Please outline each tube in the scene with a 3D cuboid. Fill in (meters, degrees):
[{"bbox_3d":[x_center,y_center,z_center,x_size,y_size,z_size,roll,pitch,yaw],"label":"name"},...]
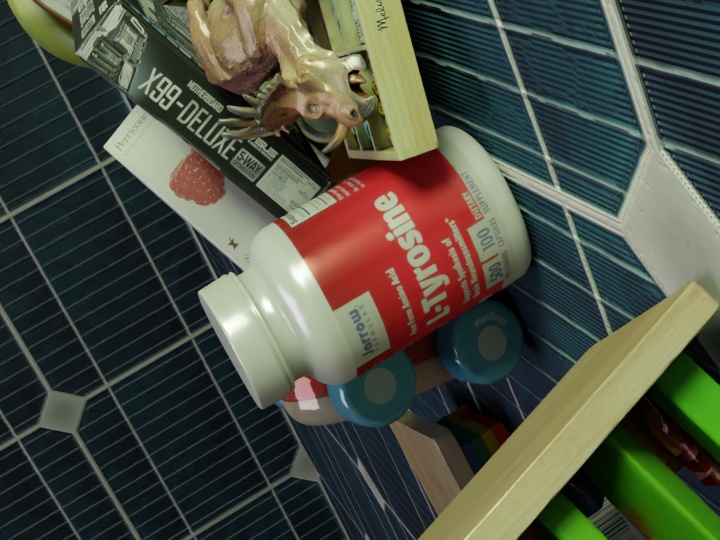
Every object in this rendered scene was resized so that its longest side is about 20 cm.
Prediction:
[{"bbox_3d":[-0.037,-0.134,1.077,0.200,0.051,0.059,177,94,-83],"label":"tube"}]

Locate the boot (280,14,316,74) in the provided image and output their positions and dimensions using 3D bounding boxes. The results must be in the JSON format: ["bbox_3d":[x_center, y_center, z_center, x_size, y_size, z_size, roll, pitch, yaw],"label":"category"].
[{"bbox_3d":[-0.076,-0.221,0.969,0.156,0.072,0.200,61,170,-17],"label":"boot"}]

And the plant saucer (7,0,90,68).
[{"bbox_3d":[-0.226,-0.281,1.149,0.031,0.199,0.202,33,151,56],"label":"plant saucer"}]

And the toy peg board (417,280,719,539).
[{"bbox_3d":[0.115,0.128,0.660,0.098,0.200,0.199,44,168,6],"label":"toy peg board"}]

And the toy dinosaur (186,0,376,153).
[{"bbox_3d":[-0.070,-0.143,0.805,0.200,0.085,0.138,-157,54,-68],"label":"toy dinosaur"}]

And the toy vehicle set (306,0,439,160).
[{"bbox_3d":[-0.008,-0.169,0.778,0.124,0.026,0.203,-162,55,-75],"label":"toy vehicle set"}]

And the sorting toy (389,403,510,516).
[{"bbox_3d":[0.118,0.216,1.188,0.202,0.069,0.199,62,170,-5],"label":"sorting toy"}]

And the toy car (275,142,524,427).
[{"bbox_3d":[0.000,0.000,0.960,0.184,0.175,0.203,-7,100,68],"label":"toy car"}]

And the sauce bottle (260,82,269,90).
[{"bbox_3d":[-0.117,-0.215,1.197,0.200,0.064,0.065,44,161,53],"label":"sauce bottle"}]

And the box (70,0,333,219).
[{"bbox_3d":[-0.120,-0.132,0.929,0.199,0.050,0.158,39,-170,-25],"label":"box"}]

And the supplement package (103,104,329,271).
[{"bbox_3d":[-0.103,-0.081,1.115,0.199,0.122,0.120,39,180,11],"label":"supplement package"}]

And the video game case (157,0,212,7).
[{"bbox_3d":[-0.168,-0.309,1.060,0.202,0.025,0.181,61,-160,2],"label":"video game case"}]

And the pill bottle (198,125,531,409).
[{"bbox_3d":[0.001,0.001,0.813,0.113,0.198,0.112,57,169,16],"label":"pill bottle"}]

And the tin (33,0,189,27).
[{"bbox_3d":[-0.209,-0.248,1.105,0.199,0.112,0.042,30,-146,-33],"label":"tin"}]

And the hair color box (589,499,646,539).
[{"bbox_3d":[0.161,0.201,0.959,0.112,0.063,0.200,57,168,12],"label":"hair color box"}]
